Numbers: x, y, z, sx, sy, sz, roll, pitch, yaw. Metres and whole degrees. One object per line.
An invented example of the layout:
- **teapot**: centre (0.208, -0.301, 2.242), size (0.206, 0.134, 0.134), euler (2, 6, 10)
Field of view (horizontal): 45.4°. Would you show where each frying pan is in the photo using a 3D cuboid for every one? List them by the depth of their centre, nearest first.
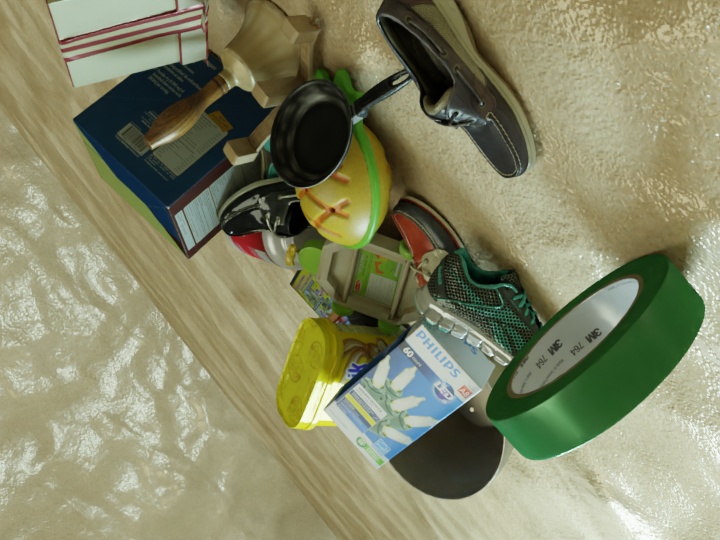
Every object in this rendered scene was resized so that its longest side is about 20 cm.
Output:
- **frying pan**: centre (-0.026, -0.168, 0.893), size (0.031, 0.190, 0.116), euler (13, -141, -52)

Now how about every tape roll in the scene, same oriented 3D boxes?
- **tape roll**: centre (0.194, 0.072, 0.727), size (0.048, 0.200, 0.200), euler (45, 160, -2)

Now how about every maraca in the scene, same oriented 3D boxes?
- **maraca**: centre (-0.023, -0.123, 0.968), size (0.136, 0.106, 0.204), euler (16, 118, 50)

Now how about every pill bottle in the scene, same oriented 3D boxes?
- **pill bottle**: centre (-0.110, -0.064, 1.239), size (0.199, 0.112, 0.113), euler (17, 145, 54)

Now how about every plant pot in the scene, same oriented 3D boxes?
- **plant pot**: centre (0.130, 0.176, 1.120), size (0.198, 0.134, 0.204), euler (10, 106, 36)

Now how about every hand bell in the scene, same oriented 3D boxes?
- **hand bell**: centre (-0.162, -0.203, 0.954), size (0.104, 0.200, 0.105), euler (40, 159, 19)

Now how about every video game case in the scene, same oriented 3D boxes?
- **video game case**: centre (-0.039, 0.059, 1.453), size (0.181, 0.025, 0.200), euler (47, 161, 2)

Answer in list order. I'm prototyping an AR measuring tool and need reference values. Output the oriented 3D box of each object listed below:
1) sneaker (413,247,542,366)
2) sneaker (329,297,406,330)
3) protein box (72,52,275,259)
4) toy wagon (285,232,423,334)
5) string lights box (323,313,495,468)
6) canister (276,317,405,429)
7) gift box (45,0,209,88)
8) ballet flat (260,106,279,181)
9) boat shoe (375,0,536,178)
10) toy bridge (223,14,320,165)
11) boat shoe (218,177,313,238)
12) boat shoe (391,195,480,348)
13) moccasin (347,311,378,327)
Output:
- **sneaker**: centre (0.159, 0.046, 0.942), size (0.198, 0.092, 0.078), euler (27, -156, 0)
- **sneaker**: centre (0.024, 0.100, 1.304), size (0.200, 0.077, 0.076), euler (43, 149, 7)
- **protein box**: centre (-0.236, -0.171, 1.168), size (0.198, 0.200, 0.136), euler (40, 160, 19)
- **toy wagon**: centre (0.000, 0.000, 1.111), size (0.197, 0.040, 0.157), euler (20, 136, 5)
- **string lights box**: centre (0.055, 0.141, 1.034), size (0.103, 0.059, 0.200), euler (46, 125, 1)
- **canister**: centre (0.000, 0.145, 1.181), size (0.197, 0.151, 0.087), euler (7, -157, -34)
- **gift box**: centre (-0.248, -0.310, 0.932), size (0.185, 0.184, 0.203), euler (125, 125, -73)
- **ballet flat**: centre (-0.096, -0.163, 1.094), size (0.071, 0.071, 0.201), euler (41, 148, 14)
- **boat shoe**: centre (0.080, -0.155, 0.739), size (0.201, 0.065, 0.072), euler (55, 157, -21)
- **toy bridge**: centre (-0.088, -0.199, 0.953), size (0.027, 0.067, 0.201), euler (51, 133, 17)
- **boat shoe**: centre (-0.101, -0.076, 1.105), size (0.197, 0.069, 0.072), euler (-14, 147, 24)
- **boat shoe**: centre (0.096, 0.005, 1.014), size (0.201, 0.062, 0.071), euler (54, 161, -12)
- **moccasin**: centre (0.008, 0.018, 1.210), size (0.072, 0.078, 0.203), euler (-2, 131, 23)
